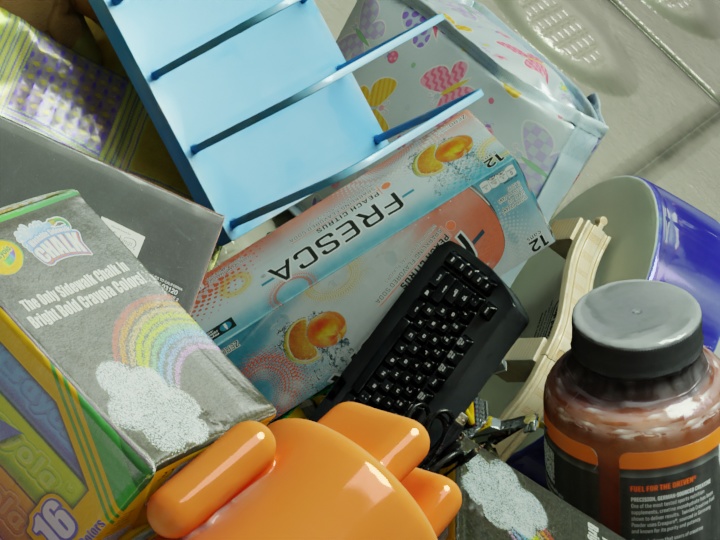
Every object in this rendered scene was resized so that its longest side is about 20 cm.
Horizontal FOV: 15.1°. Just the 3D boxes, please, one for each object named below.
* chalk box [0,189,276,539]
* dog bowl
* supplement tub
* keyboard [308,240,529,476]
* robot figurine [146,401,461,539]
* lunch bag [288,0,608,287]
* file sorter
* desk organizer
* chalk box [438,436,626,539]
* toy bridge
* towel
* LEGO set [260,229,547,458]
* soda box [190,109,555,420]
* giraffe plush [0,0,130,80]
[{"bbox_3d":[-0.167,0.049,1.313,0.200,0.124,0.124,46,28,12],"label":"chalk box"},{"bbox_3d":[0.148,0.045,1.652,0.079,0.200,0.200,30,29,-20],"label":"dog bowl"},{"bbox_3d":[0.155,0.107,1.509,0.107,0.200,0.107,-3,31,2],"label":"supplement tub"},{"bbox_3d":[0.009,0.081,1.389,0.104,0.200,0.040,37,4,40],"label":"keyboard"},{"bbox_3d":[-0.040,0.151,1.285,0.117,0.144,0.200,38,64,16],"label":"robot figurine"},{"bbox_3d":[0.056,-0.066,1.692,0.127,0.170,0.200,16,19,-40],"label":"lunch bag"},{"bbox_3d":[-0.044,-0.144,1.493,0.139,0.123,0.200,-32,96,-41],"label":"file sorter"},{"bbox_3d":[-0.182,-0.032,1.422,0.200,0.072,0.077,24,-13,-22],"label":"desk organizer"},{"bbox_3d":[0.092,0.206,1.422,0.200,0.124,0.125,34,26,-17],"label":"chalk box"},{"bbox_3d":[0.098,0.052,1.588,0.027,0.200,0.067,36,-18,-22],"label":"toy bridge"},{"bbox_3d":[-0.159,-0.051,1.496,0.200,0.023,0.144,30,67,-18],"label":"towel"},{"bbox_3d":[0.015,0.056,1.537,0.200,0.154,0.116,-102,166,-53],"label":"LEGO set"},{"bbox_3d":[0.000,0.000,1.460,0.064,0.200,0.068,59,-4,-35],"label":"soda box"},{"bbox_3d":[-0.119,-0.101,1.608,0.162,0.172,0.200,56,-6,7],"label":"giraffe plush"}]
